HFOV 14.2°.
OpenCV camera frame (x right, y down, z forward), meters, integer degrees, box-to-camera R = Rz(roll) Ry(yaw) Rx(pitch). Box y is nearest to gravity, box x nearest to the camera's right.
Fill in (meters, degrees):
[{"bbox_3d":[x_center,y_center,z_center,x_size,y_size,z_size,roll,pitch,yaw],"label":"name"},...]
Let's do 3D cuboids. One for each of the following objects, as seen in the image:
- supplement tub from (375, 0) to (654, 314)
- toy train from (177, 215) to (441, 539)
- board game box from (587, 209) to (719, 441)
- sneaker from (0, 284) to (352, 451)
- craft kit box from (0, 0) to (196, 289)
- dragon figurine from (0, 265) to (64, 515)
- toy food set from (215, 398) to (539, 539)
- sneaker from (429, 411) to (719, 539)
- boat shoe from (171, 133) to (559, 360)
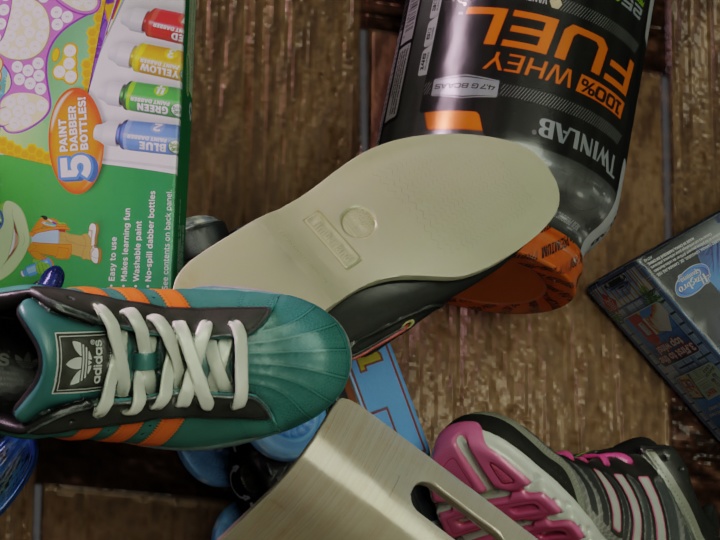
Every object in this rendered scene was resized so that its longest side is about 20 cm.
[{"bbox_3d":[0.075,-0.088,1.412,0.122,0.123,0.200,17,70,-17],"label":"supplement tub"},{"bbox_3d":[-0.026,0.063,1.348,0.114,0.087,0.200,-19,86,-37],"label":"toy train"},{"bbox_3d":[0.250,0.046,1.478,0.200,0.062,0.200,-28,88,-26],"label":"board game box"},{"bbox_3d":[-0.103,0.041,1.176,0.200,0.080,0.071,-1,90,-2],"label":"sneaker"},{"bbox_3d":[-0.176,-0.078,1.315,0.197,0.049,0.200,0,73,4],"label":"craft kit box"},{"bbox_3d":[-0.174,0.085,1.241,0.059,0.099,0.200,37,64,-1],"label":"dragon figurine"},{"bbox_3d":[-0.009,0.154,1.272,0.143,0.200,0.060,37,41,-9],"label":"toy food set"},{"bbox_3d":[0.107,0.110,1.381,0.200,0.074,0.088,37,52,-33],"label":"sneaker"},{"bbox_3d":[-0.001,-0.002,1.289,0.201,0.063,0.074,-26,68,-26],"label":"boat shoe"}]
